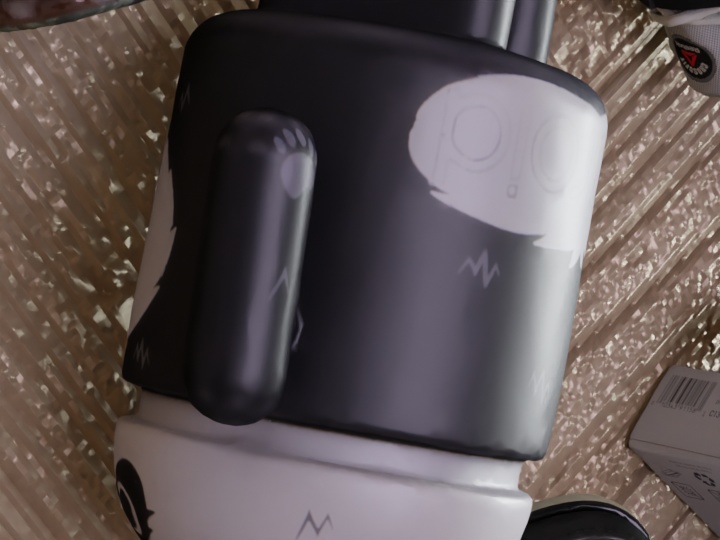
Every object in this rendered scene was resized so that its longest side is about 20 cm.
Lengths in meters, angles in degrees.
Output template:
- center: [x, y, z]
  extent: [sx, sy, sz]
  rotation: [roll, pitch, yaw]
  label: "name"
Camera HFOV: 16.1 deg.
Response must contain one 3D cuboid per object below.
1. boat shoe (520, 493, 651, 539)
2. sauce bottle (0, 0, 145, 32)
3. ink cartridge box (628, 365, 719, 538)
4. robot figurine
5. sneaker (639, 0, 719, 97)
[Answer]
- center: [0.012, 0.142, 0.731]
  extent: [0.201, 0.063, 0.074]
  rotation: [-38, 99, -7]
  label: "boat shoe"
- center: [-0.091, -0.166, 0.655]
  extent: [0.064, 0.065, 0.201]
  rotation: [-21, 109, -34]
  label: "sauce bottle"
- center: [0.186, 0.108, 0.880]
  extent: [0.200, 0.099, 0.039]
  rotation: [46, 67, -32]
  label: "ink cartridge box"
- center: [-0.002, 0.000, 0.709]
  extent: [0.150, 0.125, 0.201]
  rotation: [12, 88, -32]
  label: "robot figurine"
- center: [0.118, -0.105, 0.817]
  extent: [0.199, 0.074, 0.089]
  rotation: [22, 86, -41]
  label: "sneaker"
